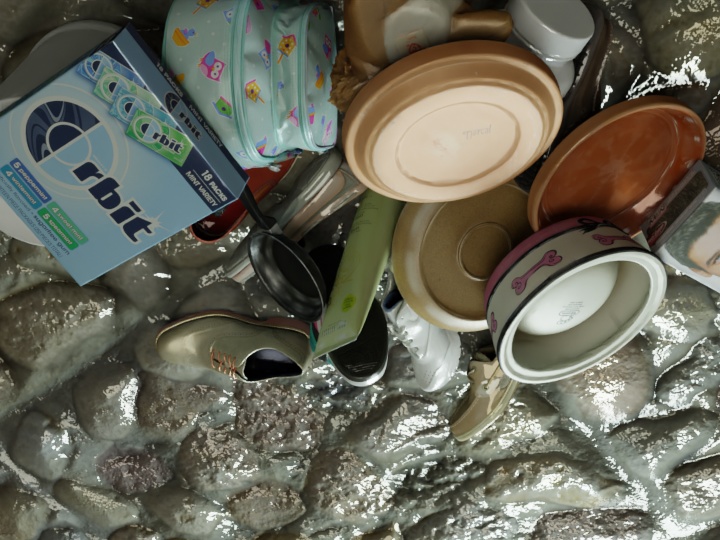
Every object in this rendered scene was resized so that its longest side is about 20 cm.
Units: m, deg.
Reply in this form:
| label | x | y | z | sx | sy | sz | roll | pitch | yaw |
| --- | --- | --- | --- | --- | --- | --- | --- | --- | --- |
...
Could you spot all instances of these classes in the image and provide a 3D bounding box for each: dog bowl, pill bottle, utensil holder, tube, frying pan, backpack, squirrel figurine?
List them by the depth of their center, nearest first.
| label | x | y | z | sx | sy | sz | roll | pitch | yaw |
| --- | --- | --- | --- | --- | --- | --- | --- | --- | --- |
| squirrel figurine | 0.037 | -0.239 | 1.006 | 0.141 | 0.187 | 0.200 | 21 | 126 | -17 |
| backpack | -0.103 | -0.182 | 1.018 | 0.152 | 0.200 | 0.177 | 5 | 102 | 20 |
| pill bottle | 0.137 | -0.181 | 1.047 | 0.111 | 0.112 | 0.200 | 26 | 135 | -9 |
| utensil holder | -0.292 | -0.139 | 1.092 | 0.169 | 0.200 | 0.171 | 2 | 121 | 4 |
| frying pan | -0.096 | -0.026 | 1.137 | 0.191 | 0.031 | 0.115 | 57 | 151 | -11 |
| dog bowl | 0.219 | 0.027 | 1.139 | 0.199 | 0.074 | 0.201 | -18 | 141 | -15 |
| tube | 0.000 | 0.000 | 1.143 | 0.052 | 0.201 | 0.058 | 11 | 147 | 12 |

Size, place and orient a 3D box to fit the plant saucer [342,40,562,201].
| label | x | y | z | sx | sy | sz | roll | pitch | yaw |
| --- | --- | --- | --- | --- | --- | --- | --- | --- | --- |
| plant saucer | 0.084 | -0.123 | 0.968 | 0.199 | 0.032 | 0.201 | -9 | 148 | -5 |

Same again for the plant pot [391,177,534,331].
| label | x | y | z | sx | sy | sz | roll | pitch | yaw |
| --- | --- | --- | --- | --- | --- | --- | --- | --- | --- |
| plant pot | 0.131 | -0.023 | 1.166 | 0.199 | 0.027 | 0.201 | -7 | 111 | -18 |

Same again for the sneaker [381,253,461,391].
| label | x | y | z | sx | sy | sz | roll | pitch | yaw |
| --- | --- | --- | --- | --- | --- | --- | --- | --- | --- |
| sneaker | 0.060 | 0.052 | 1.225 | 0.074 | 0.087 | 0.201 | 19 | 127 | 47 |

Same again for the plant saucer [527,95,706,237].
| label | x | y | z | sx | sy | sz | roll | pitch | yaw |
| --- | --- | --- | --- | --- | --- | --- | --- | --- | --- |
| plant saucer | 0.260 | -0.098 | 1.107 | 0.199 | 0.032 | 0.201 | -18 | 142 | -15 |

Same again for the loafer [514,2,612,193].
| label | x | y | z | sx | sy | sz | roll | pitch | yaw |
| --- | --- | --- | --- | --- | --- | --- | --- | --- | --- |
| loafer | 0.212 | -0.176 | 1.102 | 0.071 | 0.073 | 0.201 | -5 | 126 | -33 |

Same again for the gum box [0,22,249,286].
| label | x | y | z | sx | sy | sz | roll | pitch | yaw |
| --- | --- | --- | --- | --- | --- | --- | --- | --- | --- |
| gum box | -0.228 | -0.096 | 0.958 | 0.199 | 0.045 | 0.170 | -25 | 115 | 26 |

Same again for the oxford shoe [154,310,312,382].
| label | x | y | z | sx | sy | sz | roll | pitch | yaw |
| --- | --- | --- | --- | --- | --- | --- | --- | --- | --- |
| oxford shoe | -0.154 | 0.095 | 1.290 | 0.199 | 0.074 | 0.071 | -3 | 121 | 8 |

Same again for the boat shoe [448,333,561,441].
| label | x | y | z | sx | sy | sz | roll | pitch | yaw |
| --- | --- | --- | --- | --- | --- | --- | --- | --- | --- |
| boat shoe | 0.158 | 0.115 | 1.274 | 0.065 | 0.072 | 0.200 | 33 | 113 | -7 |

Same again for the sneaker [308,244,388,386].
| label | x | y | z | sx | sy | sz | roll | pitch | yaw |
| --- | --- | --- | --- | --- | --- | --- | --- | --- | --- |
| sneaker | -0.014 | 0.078 | 1.207 | 0.083 | 0.201 | 0.121 | -15 | 135 | -5 |

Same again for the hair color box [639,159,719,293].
| label | x | y | z | sx | sy | sz | roll | pitch | yaw |
| --- | --- | --- | --- | --- | --- | --- | --- | --- | --- |
| hair color box | 0.411 | -0.024 | 1.150 | 0.199 | 0.061 | 0.099 | 26 | 120 | -18 |

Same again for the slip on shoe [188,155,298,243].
| label | x | y | z | sx | sy | sz | roll | pitch | yaw |
| --- | --- | --- | --- | --- | --- | --- | --- | --- | --- |
| slip on shoe | -0.124 | -0.105 | 1.175 | 0.074 | 0.061 | 0.200 | 35 | 116 | -12 |

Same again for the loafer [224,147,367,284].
| label | x | y | z | sx | sy | sz | roll | pitch | yaw |
| --- | --- | --- | --- | --- | --- | --- | --- | --- | --- |
| loafer | -0.072 | -0.048 | 1.201 | 0.063 | 0.072 | 0.200 | 35 | 116 | -20 |
